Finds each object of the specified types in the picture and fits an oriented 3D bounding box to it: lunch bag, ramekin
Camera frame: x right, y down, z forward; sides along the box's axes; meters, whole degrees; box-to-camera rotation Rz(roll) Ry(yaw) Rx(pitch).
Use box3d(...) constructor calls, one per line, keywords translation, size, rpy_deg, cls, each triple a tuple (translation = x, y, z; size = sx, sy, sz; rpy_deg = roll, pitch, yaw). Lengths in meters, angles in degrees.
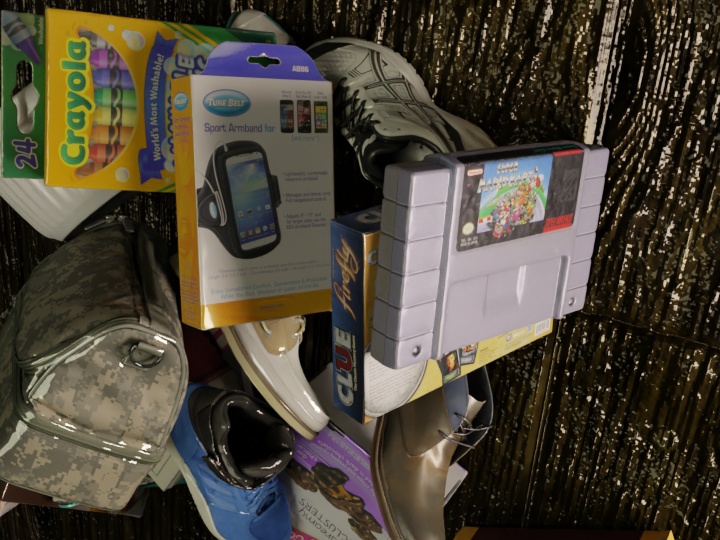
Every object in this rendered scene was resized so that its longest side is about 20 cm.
box3d(translation=(-0.214, 0.063, 0.684), size=(0.139, 0.200, 0.168), rpy_deg=(31, 105, -30), cls="lunch bag")
box3d(translation=(-0.233, -0.115, 0.739), size=(0.200, 0.200, 0.105), rpy_deg=(-29, 103, 38), cls="ramekin")

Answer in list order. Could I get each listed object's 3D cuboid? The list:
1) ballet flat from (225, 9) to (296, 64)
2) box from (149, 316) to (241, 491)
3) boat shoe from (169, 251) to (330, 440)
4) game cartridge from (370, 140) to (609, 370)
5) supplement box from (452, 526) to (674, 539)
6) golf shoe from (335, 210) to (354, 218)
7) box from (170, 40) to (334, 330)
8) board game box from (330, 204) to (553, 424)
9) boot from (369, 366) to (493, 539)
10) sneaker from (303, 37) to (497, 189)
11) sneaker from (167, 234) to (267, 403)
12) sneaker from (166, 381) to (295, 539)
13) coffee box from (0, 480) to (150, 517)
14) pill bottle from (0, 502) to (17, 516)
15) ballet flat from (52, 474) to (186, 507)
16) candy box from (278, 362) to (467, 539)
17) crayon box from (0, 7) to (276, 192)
box3d(translation=(-0.105, -0.121, 0.722), size=(0.069, 0.069, 0.201), rpy_deg=(27, 111, 21), cls="ballet flat")
box3d(translation=(-0.210, 0.100, 0.865), size=(0.200, 0.109, 0.128), rpy_deg=(45, 126, 9), cls="box")
box3d(translation=(-0.081, 0.052, 0.719), size=(0.068, 0.075, 0.201), rpy_deg=(-36, 93, -5), cls="boat shoe")
box3d(translation=(0.093, -0.018, 0.554), size=(0.038, 0.199, 0.131), rpy_deg=(29, 121, 43), cls="game cartridge")
box3d(translation=(0.147, 0.320, 0.669), size=(0.199, 0.197, 0.134), rpy_deg=(-12, 103, 37), cls="supplement box")
box3d(translation=(0.000, 0.000, 0.710), size=(0.199, 0.078, 0.098), rpy_deg=(1, 117, 34), cls="golf shoe")
box3d(translation=(-0.077, -0.064, 0.619), size=(0.041, 0.118, 0.202), rpy_deg=(6, 100, 53), cls="box")
box3d(translation=(0.066, 0.009, 0.588), size=(0.034, 0.199, 0.137), rpy_deg=(24, 123, 44), cls="board game box")
box3d(translation=(0.063, 0.140, 0.683), size=(0.097, 0.075, 0.201), rpy_deg=(-26, 58, 30), cls="boot")
box3d(translation=(0.018, -0.113, 0.639), size=(0.199, 0.088, 0.076), rpy_deg=(37, 127, 17), cls="sneaker")
box3d(translation=(-0.141, 0.044, 0.810), size=(0.120, 0.083, 0.202), rpy_deg=(-4, 100, 29), cls="sneaker")
box3d(translation=(-0.095, 0.184, 0.734), size=(0.111, 0.077, 0.201), rpy_deg=(-4, 119, 44), cls="sneaker")
box3d(translation=(-0.316, 0.197, 0.904), size=(0.079, 0.200, 0.115), rpy_deg=(5, 75, 31), cls="coffee box")
box3d(translation=(-0.390, 0.198, 0.968), size=(0.113, 0.200, 0.115), rpy_deg=(13, 117, 28), cls="pill bottle")
box3d(translation=(-0.234, 0.204, 0.887), size=(0.071, 0.199, 0.072), rpy_deg=(-3, 85, 39), cls="ballet flat")
box3d(translation=(-0.017, 0.222, 0.814), size=(0.167, 0.071, 0.201), rpy_deg=(37, 125, 15), cls="candy box")
box3d(translation=(-0.168, -0.125, 0.632), size=(0.052, 0.198, 0.127), rpy_deg=(-150, 62, -68), cls="crayon box")
